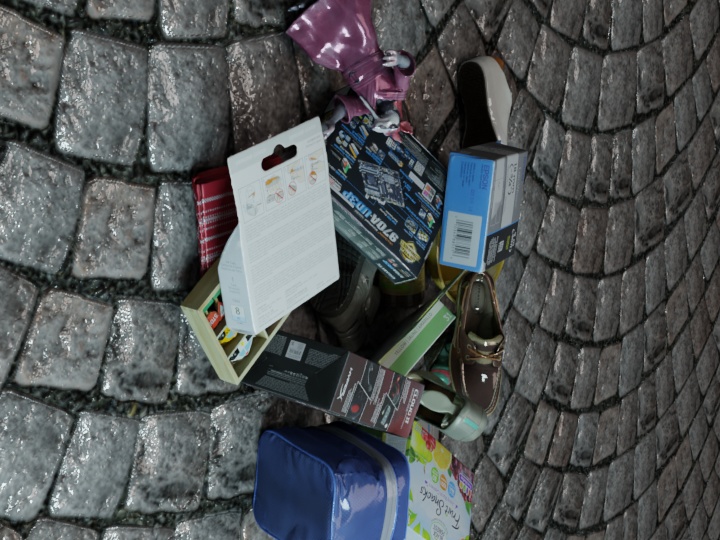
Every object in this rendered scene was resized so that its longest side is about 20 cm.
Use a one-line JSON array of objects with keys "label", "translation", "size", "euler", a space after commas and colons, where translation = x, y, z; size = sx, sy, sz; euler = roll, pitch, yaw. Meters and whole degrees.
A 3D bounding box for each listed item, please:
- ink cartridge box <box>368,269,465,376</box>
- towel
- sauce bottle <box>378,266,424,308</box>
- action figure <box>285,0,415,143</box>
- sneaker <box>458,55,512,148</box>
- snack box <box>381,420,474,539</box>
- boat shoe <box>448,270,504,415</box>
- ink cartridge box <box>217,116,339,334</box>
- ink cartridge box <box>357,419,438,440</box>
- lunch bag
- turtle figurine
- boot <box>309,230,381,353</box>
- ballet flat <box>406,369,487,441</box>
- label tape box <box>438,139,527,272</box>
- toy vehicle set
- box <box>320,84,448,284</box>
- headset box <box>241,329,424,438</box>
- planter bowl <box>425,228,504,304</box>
[{"label": "ink cartridge box", "translation": [0.073, 0.088, 1.477], "size": [0.048, 0.200, 0.146], "euler": [46, 54, -2]}, {"label": "towel", "translation": [-0.136, -0.025, 1.286], "size": [0.145, 0.022, 0.200], "euler": [-25, 121, -51]}, {"label": "sauce bottle", "translation": [0.054, -0.051, 1.505], "size": [0.065, 0.065, 0.200], "euler": [-22, 115, -49]}, {"label": "action figure", "translation": [-0.001, -0.237, 1.320], "size": [0.200, 0.134, 0.149], "euler": [58, 23, -13]}, {"label": "sneaker", "translation": [0.195, -0.213, 1.642], "size": [0.085, 0.073, 0.200], "euler": [-26, 119, -45]}, {"label": "snack box", "translation": [0.088, 0.307, 1.525], "size": [0.200, 0.053, 0.142], "euler": [45, 46, -47]}, {"label": "boat shoe", "translation": [0.158, 0.097, 1.505], "size": [0.072, 0.072, 0.200], "euler": [117, -24, -86]}, {"label": "ink cartridge box", "translation": [-0.094, -0.053, 1.233], "size": [0.160, 0.047, 0.200], "euler": [-34, 125, -47]}, {"label": "ink cartridge box", "translation": [0.031, 0.263, 1.564], "size": [0.200, 0.059, 0.104], "euler": [-19, 115, -50]}, {"label": "lunch bag", "translation": [-0.033, 0.265, 1.368], "size": [0.132, 0.200, 0.136], "euler": [-1, 103, -35]}, {"label": "turtle figurine", "translation": [0.137, 0.115, 1.597], "size": [0.101, 0.150, 0.200], "euler": [33, 41, -13]}, {"label": "boot", "translation": [0.000, 0.000, 1.462], "size": [0.200, 0.068, 0.131], "euler": [-64, 155, -20]}, {"label": "ballet flat", "translation": [0.085, 0.165, 1.477], "size": [0.064, 0.200, 0.067], "euler": [35, 81, -37]}, {"label": "label tape box", "translation": [0.172, -0.089, 1.472], "size": [0.200, 0.063, 0.144], "euler": [-24, 122, -62]}, {"label": "toy vehicle set", "translation": [-0.117, 0.014, 1.284], "size": [0.200, 0.026, 0.124], "euler": [-55, 141, -31]}, {"label": "box", "translation": [0.020, -0.106, 1.379], "size": [0.200, 0.046, 0.159], "euler": [41, 56, -25]}, {"label": "headset box", "translation": [-0.028, 0.138, 1.372], "size": [0.200, 0.149, 0.075], "euler": [29, 77, -54]}, {"label": "planter bowl", "translation": [0.129, -0.055, 1.587], "size": [0.200, 0.083, 0.201], "euler": [-20, 115, -51]}]
